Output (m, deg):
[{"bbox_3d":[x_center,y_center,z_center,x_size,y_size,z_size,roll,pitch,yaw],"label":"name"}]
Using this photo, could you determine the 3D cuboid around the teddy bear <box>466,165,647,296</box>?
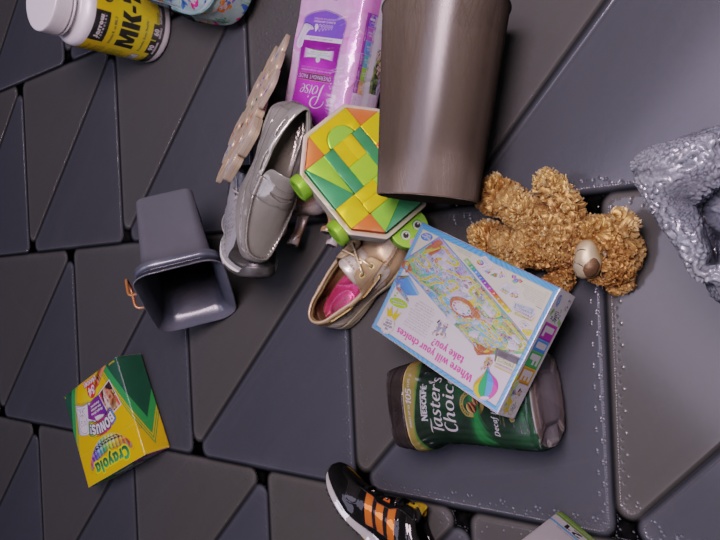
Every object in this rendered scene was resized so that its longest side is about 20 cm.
[{"bbox_3d":[0.191,-0.034,0.751,0.200,0.066,0.147,42,118,31],"label":"teddy bear"}]

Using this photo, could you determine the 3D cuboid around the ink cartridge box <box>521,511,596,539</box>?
[{"bbox_3d":[0.192,0.333,0.680,0.147,0.199,0.077,36,113,32],"label":"ink cartridge box"}]

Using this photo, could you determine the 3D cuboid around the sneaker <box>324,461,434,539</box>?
[{"bbox_3d":[0.040,0.304,0.897,0.090,0.070,0.200,-48,63,13],"label":"sneaker"}]

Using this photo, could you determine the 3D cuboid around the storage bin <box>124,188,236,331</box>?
[{"bbox_3d":[-0.271,-0.015,1.051,0.201,0.143,0.136,94,160,-63],"label":"storage bin"}]

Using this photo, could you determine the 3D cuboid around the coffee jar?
[{"bbox_3d":[0.121,0.147,0.805,0.198,0.085,0.106,-12,83,39],"label":"coffee jar"}]

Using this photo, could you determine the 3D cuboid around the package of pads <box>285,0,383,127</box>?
[{"bbox_3d":[-0.029,-0.271,0.917,0.119,0.075,0.203,21,105,39],"label":"package of pads"}]

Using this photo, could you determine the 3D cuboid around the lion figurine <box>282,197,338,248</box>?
[{"bbox_3d":[-0.056,-0.097,0.936,0.198,0.072,0.124,6,74,42],"label":"lion figurine"}]

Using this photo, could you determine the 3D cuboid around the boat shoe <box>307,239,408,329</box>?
[{"bbox_3d":[0.000,0.000,0.907,0.074,0.069,0.201,47,119,27],"label":"boat shoe"}]

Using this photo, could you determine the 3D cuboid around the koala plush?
[{"bbox_3d":[0.355,-0.066,0.563,0.199,0.177,0.186,-34,83,34],"label":"koala plush"}]

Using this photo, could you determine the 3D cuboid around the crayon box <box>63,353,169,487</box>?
[{"bbox_3d":[-0.438,0.268,1.282,0.199,0.058,0.175,-33,72,35],"label":"crayon box"}]

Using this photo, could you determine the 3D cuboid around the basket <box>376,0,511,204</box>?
[{"bbox_3d":[0.080,-0.177,0.772,0.180,0.133,0.204,-160,75,-79],"label":"basket"}]

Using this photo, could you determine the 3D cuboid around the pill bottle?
[{"bbox_3d":[-0.413,-0.407,1.145,0.113,0.198,0.117,2,94,39],"label":"pill bottle"}]

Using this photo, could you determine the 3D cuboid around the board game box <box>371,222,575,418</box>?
[{"bbox_3d":[0.111,0.045,0.764,0.199,0.034,0.136,31,96,45],"label":"board game box"}]

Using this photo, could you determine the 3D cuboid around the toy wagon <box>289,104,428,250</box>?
[{"bbox_3d":[0.020,-0.097,0.846,0.155,0.040,0.201,-39,87,-11],"label":"toy wagon"}]

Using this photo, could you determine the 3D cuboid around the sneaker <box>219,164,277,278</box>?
[{"bbox_3d":[-0.155,-0.079,0.973,0.200,0.074,0.117,-123,37,-56],"label":"sneaker"}]

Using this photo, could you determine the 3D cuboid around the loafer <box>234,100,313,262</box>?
[{"bbox_3d":[-0.104,-0.107,0.881,0.069,0.069,0.204,17,96,56],"label":"loafer"}]

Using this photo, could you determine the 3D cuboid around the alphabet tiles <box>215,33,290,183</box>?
[{"bbox_3d":[-0.142,-0.213,0.968,0.196,0.014,0.202,-48,26,42],"label":"alphabet tiles"}]

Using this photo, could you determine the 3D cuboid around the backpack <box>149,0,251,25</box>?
[{"bbox_3d":[-0.238,-0.455,1.042,0.199,0.150,0.180,30,109,29],"label":"backpack"}]
